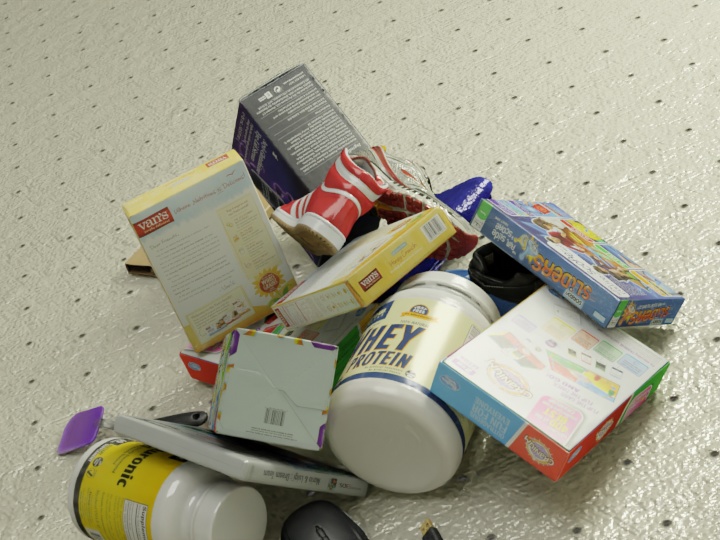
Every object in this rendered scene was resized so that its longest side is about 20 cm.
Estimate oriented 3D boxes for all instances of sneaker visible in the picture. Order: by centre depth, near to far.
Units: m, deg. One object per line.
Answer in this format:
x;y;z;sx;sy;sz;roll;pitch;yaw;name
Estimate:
0.141;0.007;1.614;0.077;0.112;0.200;-37;34;-22;sneaker
-0.035;-0.080;1.662;0.113;0.071;0.200;-54;17;-7;sneaker
0.061;-0.087;1.680;0.082;0.078;0.200;-33;58;-31;sneaker

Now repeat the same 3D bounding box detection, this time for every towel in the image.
0.067;-0.029;1.762;0.147;0.050;0.200;-15;27;53;towel

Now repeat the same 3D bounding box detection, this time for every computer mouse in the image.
0.000;0.259;1.389;0.140;0.046;0.200;-28;32;-7;computer mouse

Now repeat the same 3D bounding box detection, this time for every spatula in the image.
-0.265;0.180;1.690;0.199;0.021;0.057;-7;48;19;spatula

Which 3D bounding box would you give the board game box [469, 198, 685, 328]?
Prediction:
0.227;-0.010;1.528;0.135;0.035;0.200;1;32;-48;board game box

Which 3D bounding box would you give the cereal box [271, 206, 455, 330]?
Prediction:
0.000;0.000;1.586;0.144;0.040;0.200;-39;9;-26;cereal box

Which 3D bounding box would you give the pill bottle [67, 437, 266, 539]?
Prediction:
-0.194;0.240;1.476;0.199;0.112;0.111;8;43;38;pill bottle

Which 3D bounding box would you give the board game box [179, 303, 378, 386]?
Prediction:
-0.091;0.083;1.695;0.199;0.040;0.153;13;46;42;board game box

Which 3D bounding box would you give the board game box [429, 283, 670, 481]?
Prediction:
0.185;0.102;1.406;0.153;0.040;0.200;35;41;23;board game box

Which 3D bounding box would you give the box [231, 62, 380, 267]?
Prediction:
-0.061;-0.130;1.817;0.104;0.148;0.200;-33;76;-20;box

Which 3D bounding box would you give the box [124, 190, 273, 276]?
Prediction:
-0.210;-0.058;2.007;0.163;0.021;0.200;5;42;36;box

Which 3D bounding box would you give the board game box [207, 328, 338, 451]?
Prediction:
-0.092;0.120;1.469;0.104;0.104;0.200;11;-6;-8;board game box

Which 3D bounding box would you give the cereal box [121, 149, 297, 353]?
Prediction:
-0.166;-0.021;1.652;0.143;0.201;0.040;-27;32;-9;cereal box

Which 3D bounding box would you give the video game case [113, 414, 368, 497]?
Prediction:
-0.121;0.188;1.473;0.199;0.182;0.024;12;86;42;video game case

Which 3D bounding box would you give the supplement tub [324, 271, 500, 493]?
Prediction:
0.059;0.110;1.480;0.144;0.145;0.200;-3;37;28;supplement tub
